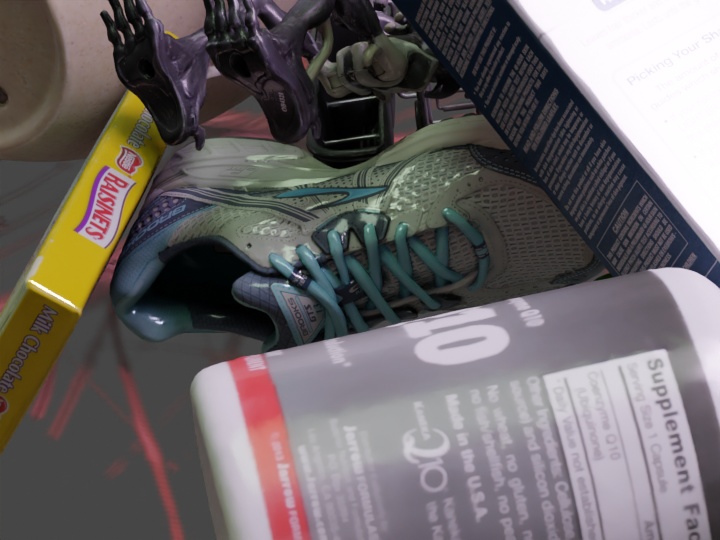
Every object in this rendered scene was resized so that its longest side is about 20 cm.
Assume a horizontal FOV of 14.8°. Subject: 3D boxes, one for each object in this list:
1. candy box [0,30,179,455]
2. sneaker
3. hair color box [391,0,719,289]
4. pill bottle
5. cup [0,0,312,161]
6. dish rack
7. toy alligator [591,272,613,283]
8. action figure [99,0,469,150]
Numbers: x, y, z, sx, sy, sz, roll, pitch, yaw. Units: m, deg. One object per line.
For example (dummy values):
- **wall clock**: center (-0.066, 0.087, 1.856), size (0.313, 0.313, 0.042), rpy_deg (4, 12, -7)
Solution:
- **candy box**: center (-0.106, -0.003, 1.006), size (0.026, 0.102, 0.200), rpy_deg (31, 30, -7)
- **sneaker**: center (0.000, 0.000, 1.003), size (0.200, 0.078, 0.086), rpy_deg (-5, 32, 29)
- **hair color box**: center (0.095, -0.072, 0.919), size (0.100, 0.061, 0.200), rpy_deg (-29, 73, -26)
- **pill bottle**: center (0.058, 0.063, 0.805), size (0.200, 0.114, 0.114), rpy_deg (-12, 27, -6)
- **cup**: center (-0.130, -0.124, 1.124), size (0.200, 0.201, 0.143), rpy_deg (4, 29, 24)
- **dish rack**: center (0.082, -0.066, 1.110), size (0.200, 0.055, 0.153), rpy_deg (-6, 28, 5)
- **toy alligator**: center (0.166, -0.004, 0.971), size (0.200, 0.059, 0.054), rpy_deg (-22, 71, -24)
- **action figure**: center (0.010, -0.106, 1.018), size (0.200, 0.102, 0.119), rpy_deg (-19, 12, -42)
